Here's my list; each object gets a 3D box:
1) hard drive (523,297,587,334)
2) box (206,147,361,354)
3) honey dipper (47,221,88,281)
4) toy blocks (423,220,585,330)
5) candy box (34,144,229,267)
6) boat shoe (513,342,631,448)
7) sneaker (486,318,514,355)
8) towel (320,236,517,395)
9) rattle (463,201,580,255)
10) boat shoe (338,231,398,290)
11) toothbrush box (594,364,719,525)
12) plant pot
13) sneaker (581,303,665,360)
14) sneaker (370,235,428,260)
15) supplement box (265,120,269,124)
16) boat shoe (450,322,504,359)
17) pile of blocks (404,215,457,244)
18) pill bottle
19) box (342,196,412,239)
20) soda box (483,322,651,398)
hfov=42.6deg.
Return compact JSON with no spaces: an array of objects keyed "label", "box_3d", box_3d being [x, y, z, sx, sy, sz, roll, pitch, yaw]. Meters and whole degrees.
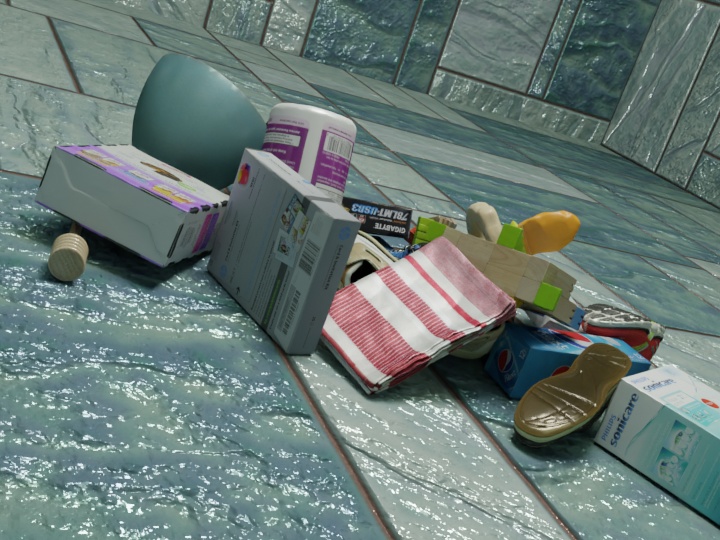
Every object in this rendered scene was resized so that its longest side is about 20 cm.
[{"label":"hard drive","box_3d":[0.255,0.044,1.251,0.199,0.026,0.133,24,29,-52]},{"label":"box","box_3d":[-0.091,-0.025,1.021,0.041,0.158,0.200,6,22,-41]},{"label":"honey dipper","box_3d":[-0.318,-0.041,1.023,0.037,0.038,0.200,14,17,-18]},{"label":"toy blocks","box_3d":[0.184,0.011,1.106,0.199,0.101,0.136,22,-2,40]},{"label":"candy box","box_3d":[-0.254,-0.082,1.088,0.166,0.072,0.200,26,11,5]},{"label":"boat shoe","box_3d":[0.235,0.149,1.017,0.073,0.066,0.199,31,40,34]},{"label":"sneaker","box_3d":[0.169,0.053,1.202,0.077,0.078,0.200,20,20,-6]},{"label":"towel","box_3d":[0.053,0.042,1.012,0.198,0.023,0.144,-27,48,-22]},{"label":"rattle","box_3d":[0.219,-0.050,1.371,0.131,0.142,0.200,53,-6,8]},{"label":"boat shoe","box_3d":[0.000,0.000,1.175,0.198,0.076,0.068,26,21,31]},{"label":"toothbrush box","box_3d":[0.381,0.194,1.011,0.199,0.086,0.145,32,22,36]},{"label":"plant pot","box_3d":[-0.242,-0.181,1.295,0.199,0.135,0.201,30,-21,13]},{"label":"sneaker","box_3d":[0.355,0.098,1.246,0.076,0.086,0.199,21,3,42]},{"label":"sneaker","box_3d":[0.073,-0.003,1.234,0.078,0.090,0.200,5,23,-40]},{"label":"supplement box","box_3d":[-0.116,-0.179,1.447,0.107,0.062,0.200,14,-9,-18]},{"label":"boat shoe","box_3d":[0.069,0.053,1.066,0.197,0.065,0.073,13,58,-13]},{"label":"pile of blocks","box_3d":[0.106,-0.038,1.383,0.061,0.083,0.200,14,20,-18]},{"label":"pill bottle","box_3d":[-0.077,-0.093,1.134,0.111,0.203,0.112,13,-2,0]},{"label":"box","box_3d":[-0.058,-0.088,1.318,0.196,0.050,0.199,11,2,-29]},{"label":"soda box","box_3d":[0.253,0.117,1.120,0.198,0.069,0.064,9,21,-30]}]
